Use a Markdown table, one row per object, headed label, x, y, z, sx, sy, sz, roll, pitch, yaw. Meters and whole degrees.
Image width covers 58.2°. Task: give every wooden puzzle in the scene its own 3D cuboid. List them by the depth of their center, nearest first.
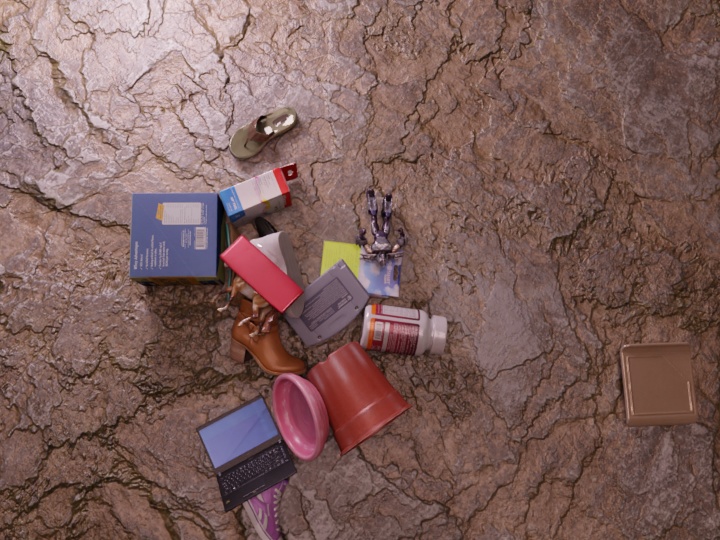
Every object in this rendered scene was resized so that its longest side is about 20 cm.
| label | x | y | z | sx | sy | sz | roll | pitch | yaw |
| --- | --- | --- | --- | --- | --- | --- | --- | --- | --- |
| wooden puzzle | 0.739 | 0.283 | 1.611 | 0.181 | 0.037 | 0.204 | -1 | 85 | -4 |

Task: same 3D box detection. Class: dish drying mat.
| label | x | y | z | sx | sy | sz | roll | pitch | yaw |
| --- | --- | --- | --- | --- | --- | --- | --- | --- | --- |
| dish drying mat | -0.223 | 0.009 | 1.459 | 0.199 | 0.018 | 0.077 | 41 | 72 | 13 |

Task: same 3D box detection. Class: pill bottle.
| label | x | y | z | sx | sy | sz | roll | pitch | yaw |
| --- | --- | --- | --- | --- | --- | --- | --- | --- | --- |
| pill bottle | 0.102 | 0.145 | 1.550 | 0.196 | 0.110 | 0.112 | 8 | 80 | -2 |

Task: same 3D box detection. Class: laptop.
| label | x | y | z | sx | sy | sz | roll | pitch | yaw |
| --- | --- | --- | --- | --- | --- | --- | --- | --- | --- |
| laptop | -0.263 | 0.410 | 1.476 | 0.175 | 0.200 | 0.105 | -26 | 117 | -10 |

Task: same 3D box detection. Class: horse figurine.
| label | x | y | z | sx | sy | sz | roll | pitch | yaw |
| --- | --- | --- | --- | --- | --- | --- | --- | --- | --- |
| horse figurine | -0.254 | 0.062 | 1.475 | 0.199 | 0.050 | 0.133 | 37 | 82 | 18 |

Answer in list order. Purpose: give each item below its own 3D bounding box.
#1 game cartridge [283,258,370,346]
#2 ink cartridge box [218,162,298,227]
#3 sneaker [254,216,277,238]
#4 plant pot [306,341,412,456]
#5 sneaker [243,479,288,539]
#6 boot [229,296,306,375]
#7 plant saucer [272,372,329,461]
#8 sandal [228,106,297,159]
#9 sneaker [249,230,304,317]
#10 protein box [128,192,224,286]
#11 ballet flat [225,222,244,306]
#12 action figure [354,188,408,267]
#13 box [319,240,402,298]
| label | x | y | z | sx | sy | sz | roll | pitch | yaw |
| --- | --- | --- | --- | --- | --- | --- | --- | --- | --- |
| game cartridge | -0.080 | 0.085 | 1.552 | 0.199 | 0.041 | 0.134 | -38 | 90 | 11 |
| ink cartridge box | -0.234 | -0.183 | 1.577 | 0.197 | 0.116 | 0.068 | -23 | 82 | -7 |
| sneaker | -0.222 | -0.035 | 1.579 | 0.090 | 0.076 | 0.203 | -25 | 80 | 2 |
| plant pot | -0.014 | 0.284 | 1.487 | 0.199 | 0.201 | 0.197 | -32 | 76 | -8 |
| sneaker | -0.200 | 0.541 | 1.486 | 0.113 | 0.073 | 0.202 | -29 | 84 | -11 |
| boot | -0.209 | 0.154 | 1.529 | 0.197 | 0.077 | 0.158 | 16 | 101 | 12 |
| plant saucer | -0.132 | 0.328 | 1.475 | 0.050 | 0.200 | 0.204 | -15 | 81 | -35 |
| sandal | -0.249 | -0.358 | 1.634 | 0.200 | 0.057 | 0.080 | -37 | 85 | -9 |
| sneaker | -0.204 | 0.016 | 1.522 | 0.114 | 0.073 | 0.204 | -9 | 96 | 28 |
| protein box | -0.429 | -0.071 | 1.536 | 0.196 | 0.135 | 0.203 | -1 | 81 | -4 |
| ballet flat | -0.291 | -0.016 | 1.575 | 0.071 | 0.068 | 0.204 | -2 | 83 | -14 |
| action figure | 0.048 | -0.095 | 1.573 | 0.128 | 0.070 | 0.203 | 3 | 62 | -11 |
| box | 0.000 | 0.000 | 1.598 | 0.196 | 0.048 | 0.124 | 6 | 81 | -3 |
